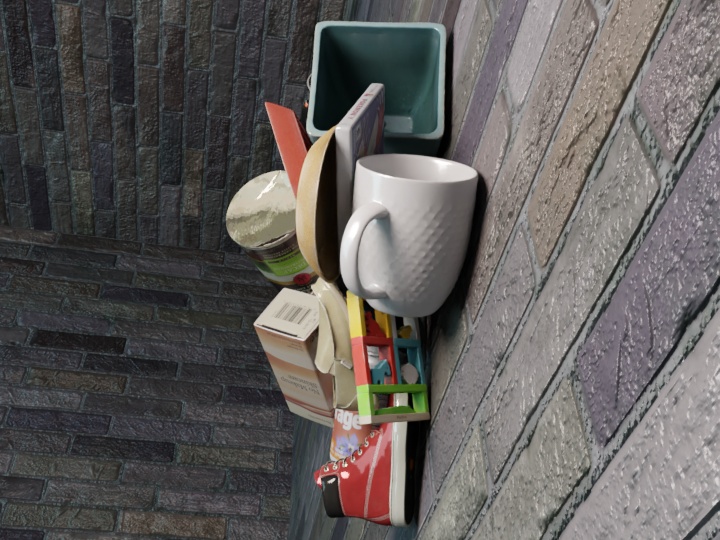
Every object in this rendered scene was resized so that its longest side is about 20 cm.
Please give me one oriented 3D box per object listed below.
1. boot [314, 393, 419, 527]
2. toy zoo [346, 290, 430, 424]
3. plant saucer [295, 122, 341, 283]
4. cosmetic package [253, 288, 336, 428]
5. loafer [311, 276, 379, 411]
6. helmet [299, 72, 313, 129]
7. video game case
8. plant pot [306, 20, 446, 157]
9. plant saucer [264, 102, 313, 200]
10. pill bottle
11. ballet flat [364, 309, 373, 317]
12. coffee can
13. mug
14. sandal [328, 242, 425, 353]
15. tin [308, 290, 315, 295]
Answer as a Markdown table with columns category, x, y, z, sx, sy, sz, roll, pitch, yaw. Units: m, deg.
| category | x | y | z | sx | sy | sz | roll | pitch | yaw |
| --- | --- | --- | --- | --- | --- | --- | --- | --- | --- |
| boot | 0.005 | 0.245 | 1.123 | 0.072 | 0.144 | 0.201 | 30 | -116 | -66 |
| toy zoo | 0.036 | 0.097 | 1.059 | 0.020 | 0.131 | 0.201 | -16 | 75 | 37 |
| plant saucer | -0.043 | -0.086 | 1.016 | 0.200 | 0.035 | 0.201 | 7 | -90 | -77 |
| cosmetic package | -0.075 | 0.136 | 1.235 | 0.087 | 0.103 | 0.201 | -52 | -41 | -35 |
| loafer | -0.031 | 0.103 | 1.074 | 0.076 | 0.068 | 0.201 | -129 | 20 | -78 |
| helmet | -0.018 | -0.321 | 1.613 | 0.200 | 0.190 | 0.201 | 39 | 145 | 35 |
| video game case | 0.003 | -0.123 | 1.068 | 0.182 | 0.023 | 0.201 | -63 | -24 | -57 |
| plant pot | 0.030 | -0.243 | 1.261 | 0.200 | 0.195 | 0.197 | 82 | -169 | -69 |
| plant saucer | -0.068 | -0.132 | 1.213 | 0.200 | 0.037 | 0.200 | 55 | -168 | -54 |
| pill bottle | 0.020 | 0.192 | 1.205 | 0.112 | 0.112 | 0.201 | -140 | 57 | -80 |
| ballet flat | 0.002 | 0.006 | 1.194 | 0.073 | 0.073 | 0.201 | 112 | 168 | -62 |
| coffee can | -0.113 | -0.047 | 1.340 | 0.200 | 0.146 | 0.147 | 56 | -151 | -52 |
| mug | 0.044 | -0.035 | 0.968 | 0.200 | 0.147 | 0.176 | -20 | -59 | -50 |
| sandal | 0.030 | 0.030 | 1.122 | 0.048 | 0.200 | 0.075 | -22 | 28 | 47 |
| tin | 0.000 | 0.000 | 1.290 | 0.042 | 0.200 | 0.112 | 56 | 166 | -7 |
